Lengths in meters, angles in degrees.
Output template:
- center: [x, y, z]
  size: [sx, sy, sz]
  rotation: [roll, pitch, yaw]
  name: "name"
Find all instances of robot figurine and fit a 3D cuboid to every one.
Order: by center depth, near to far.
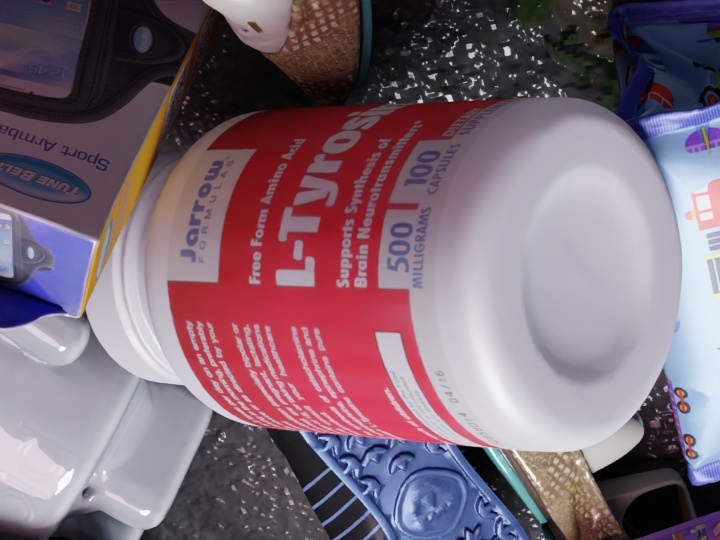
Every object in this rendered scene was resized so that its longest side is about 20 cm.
- center: [-0.160, 0.037, 0.958]
  size: [0.199, 0.113, 0.170]
  rotation: [30, 144, -8]
  name: "robot figurine"

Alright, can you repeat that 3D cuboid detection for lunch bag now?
- center: [0.198, -0.025, 0.844]
  size: [0.198, 0.094, 0.151]
  rotation: [-10, 121, 10]
  name: "lunch bag"

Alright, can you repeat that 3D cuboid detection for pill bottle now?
- center: [0.000, 0.000, 0.819]
  size: [0.199, 0.112, 0.113]
  rotation: [1, 130, 43]
  name: "pill bottle"

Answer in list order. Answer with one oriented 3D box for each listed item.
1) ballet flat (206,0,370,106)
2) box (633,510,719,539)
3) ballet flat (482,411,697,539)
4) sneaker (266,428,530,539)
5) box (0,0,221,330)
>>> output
- center: [-0.032, -0.127, 0.804]
  size: [0.065, 0.071, 0.201]
  rotation: [-21, 141, -19]
  name: "ballet flat"
- center: [0.192, 0.145, 0.947]
  size: [0.199, 0.039, 0.137]
  rotation: [-20, 119, 8]
  name: "box"
- center: [0.093, 0.086, 0.971]
  size: [0.065, 0.071, 0.201]
  rotation: [-31, 119, 3]
  name: "ballet flat"
- center: [0.014, 0.088, 0.973]
  size: [0.070, 0.078, 0.201]
  rotation: [-29, 116, -7]
  name: "sneaker"
- center: [-0.124, -0.063, 0.819]
  size: [0.118, 0.201, 0.042]
  rotation: [19, 129, 0]
  name: "box"
